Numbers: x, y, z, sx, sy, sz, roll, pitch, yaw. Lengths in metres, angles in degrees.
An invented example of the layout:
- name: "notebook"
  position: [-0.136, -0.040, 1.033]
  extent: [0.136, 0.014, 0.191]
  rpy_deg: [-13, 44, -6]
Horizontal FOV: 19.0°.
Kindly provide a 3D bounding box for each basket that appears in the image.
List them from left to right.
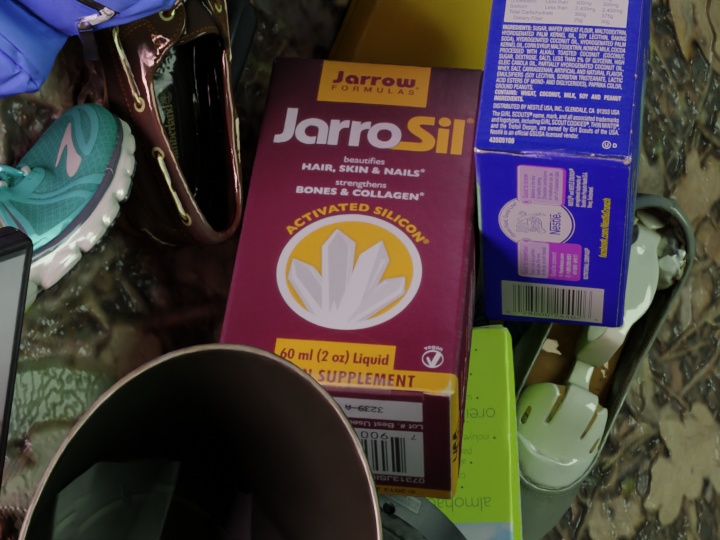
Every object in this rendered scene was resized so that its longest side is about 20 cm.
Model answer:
- name: "basket"
  position: [-0.082, 0.136, 0.867]
  extent: [0.135, 0.200, 0.182]
  rpy_deg: [16, 74, -11]

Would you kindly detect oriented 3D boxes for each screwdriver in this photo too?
- name: "screwdriver"
  position: [-0.053, -0.169, 1.105]
  extent: [0.029, 0.028, 0.201]
  rpy_deg: [73, 29, -59]

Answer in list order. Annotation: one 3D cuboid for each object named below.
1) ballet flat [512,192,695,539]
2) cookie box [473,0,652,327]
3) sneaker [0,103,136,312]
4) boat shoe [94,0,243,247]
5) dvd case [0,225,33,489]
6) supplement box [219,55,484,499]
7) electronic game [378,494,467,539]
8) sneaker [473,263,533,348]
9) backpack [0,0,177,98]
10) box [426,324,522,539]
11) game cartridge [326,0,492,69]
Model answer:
- name: "ballet flat"
  position: [0.111, 0.049, 1.096]
  extent: [0.067, 0.064, 0.201]
  rpy_deg: [27, 82, -8]
- name: "cookie box"
  position: [0.101, -0.100, 1.035]
  extent: [0.171, 0.075, 0.201]
  rpy_deg: [81, 16, -62]
- name: "sneaker"
  position: [-0.166, -0.016, 0.917]
  extent: [0.080, 0.077, 0.200]
  rpy_deg: [54, 48, -16]
- name: "boat shoe"
  position: [-0.088, -0.110, 0.994]
  extent: [0.070, 0.070, 0.202]
  rpy_deg: [-20, 108, -35]
- name: "dvd case"
  position: [-0.193, 0.089, 0.830]
  extent: [0.142, 0.017, 0.201]
  rpy_deg: [-21, 131, -48]
- name: "supplement box"
  position: [0.000, 0.000, 1.019]
  extent: [0.086, 0.109, 0.201]
  rpy_deg: [87, 8, -51]
- name: "electronic game"
  position: [-0.026, 0.187, 0.997]
  extent: [0.198, 0.042, 0.202]
  rpy_deg: [2, 78, -11]
- name: "sneaker"
  position: [0.087, 0.049, 1.159]
  extent: [0.078, 0.090, 0.202]
  rpy_deg: [20, 88, -45]
- name: "backpack"
  position: [-0.148, -0.153, 0.862]
  extent: [0.162, 0.199, 0.169]
  rpy_deg: [34, 59, -41]
- name: "box"
  position: [0.019, 0.131, 1.062]
  extent: [0.048, 0.121, 0.202]
  rpy_deg: [39, 49, -79]
- name: "game cartridge"
  position: [0.066, -0.105, 1.229]
  extent: [0.200, 0.032, 0.177]
  rpy_deg: [44, 53, -32]
